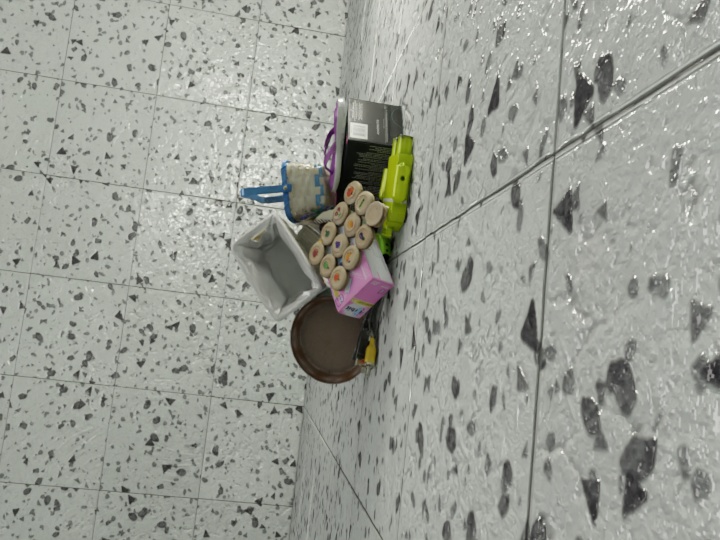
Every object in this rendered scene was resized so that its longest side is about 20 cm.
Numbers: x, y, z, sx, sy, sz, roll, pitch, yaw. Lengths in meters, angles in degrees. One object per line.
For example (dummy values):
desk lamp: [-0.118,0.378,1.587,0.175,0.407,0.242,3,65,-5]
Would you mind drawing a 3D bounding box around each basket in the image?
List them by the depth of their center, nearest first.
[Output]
basket: [-0.177,-0.007,1.491,0.202,0.134,0.123,57,-173,3]
basket: [-0.163,-0.180,1.531,0.176,0.194,0.143,-10,-81,-79]

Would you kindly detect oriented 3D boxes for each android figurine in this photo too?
android figurine: [0.070,-0.168,1.340,0.182,0.040,0.206,-130,49,-80]

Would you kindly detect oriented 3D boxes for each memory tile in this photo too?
memory tile: [-0.030,-0.072,1.353,0.203,0.017,0.153,-58,43,14]

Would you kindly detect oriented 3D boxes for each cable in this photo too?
cable: [0.024,0.130,1.459,0.097,0.049,0.205,152,134,-75]

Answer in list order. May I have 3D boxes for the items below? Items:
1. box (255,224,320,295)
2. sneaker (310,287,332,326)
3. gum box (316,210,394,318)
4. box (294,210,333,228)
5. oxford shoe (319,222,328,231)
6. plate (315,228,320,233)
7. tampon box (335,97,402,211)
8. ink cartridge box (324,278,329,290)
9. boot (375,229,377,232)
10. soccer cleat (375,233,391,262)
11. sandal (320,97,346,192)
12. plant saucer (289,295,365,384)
box: [-0.153,0.000,1.589,0.201,0.094,0.078,-51,-6,6]
sneaker: [-0.057,0.141,1.575,0.074,0.115,0.206,155,99,-78]
gum box: [-0.017,-0.020,1.383,0.113,0.065,0.203,-44,48,29]
box: [-0.070,-0.144,1.755,0.082,0.195,0.070,168,108,-73]
oxford shoe: [-0.033,-0.082,1.642,0.072,0.072,0.199,-62,-29,-2]
plate: [-0.079,-0.086,1.886,0.032,0.196,0.205,29,119,41]
tampon box: [0.015,-0.256,1.505,0.202,0.123,0.153,106,169,-48]
ink cartridge box: [-0.120,0.025,1.735,0.084,0.144,0.201,-44,43,12]
boot: [0.012,-0.180,1.648,0.202,0.073,0.099,-110,33,-49]
soccer cleat: [0.009,0.006,1.449,0.082,0.066,0.202,-99,31,-45]
sandal: [-0.062,-0.275,1.445,0.083,0.048,0.208,-98,14,-63]
plant saucer: [-0.065,0.157,1.518,0.032,0.195,0.206,-32,-49,-79]
